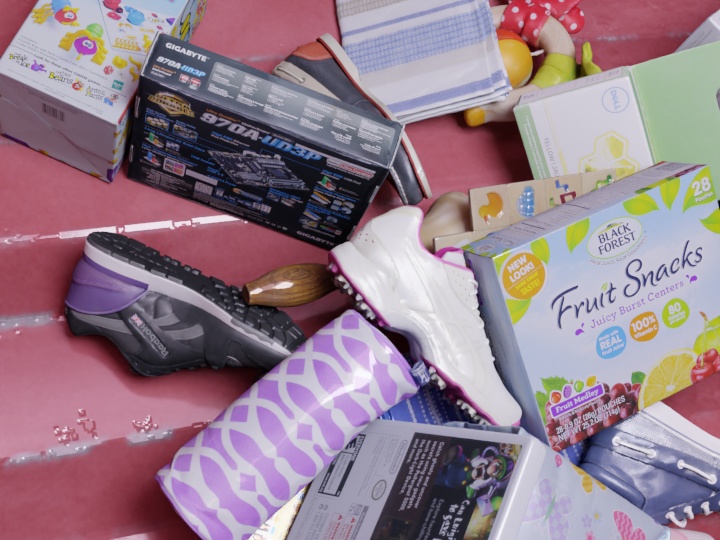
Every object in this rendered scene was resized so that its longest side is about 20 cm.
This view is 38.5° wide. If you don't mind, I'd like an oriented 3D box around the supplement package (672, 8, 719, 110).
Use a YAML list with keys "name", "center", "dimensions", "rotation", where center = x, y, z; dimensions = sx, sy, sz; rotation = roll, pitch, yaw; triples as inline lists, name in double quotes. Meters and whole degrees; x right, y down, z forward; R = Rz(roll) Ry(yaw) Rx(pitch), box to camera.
- name: "supplement package"
  center: [0.389, -0.214, 1.014]
  dimensions: [0.200, 0.156, 0.111]
  rotation: [-40, 84, -26]

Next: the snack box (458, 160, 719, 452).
- name: "snack box"
  center: [0.198, 0.025, 0.820]
  dimensions: [0.200, 0.068, 0.169]
  rotation: [-22, 105, -16]

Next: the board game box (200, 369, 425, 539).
- name: "board game box"
  center: [-0.037, 0.162, 0.803]
  dimensions: [0.135, 0.035, 0.200]
  rotation: [21, 64, -7]

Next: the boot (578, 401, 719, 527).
- name: "boot"
  center: [0.278, 0.185, 0.869]
  dimensions: [0.200, 0.073, 0.090]
  rotation: [30, 72, -1]

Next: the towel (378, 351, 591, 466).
- name: "towel"
  center: [0.106, 0.119, 0.844]
  dimensions: [0.200, 0.024, 0.145]
  rotation: [-17, 83, -31]

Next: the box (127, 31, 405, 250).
- name: "box"
  center: [-0.083, -0.095, 0.828]
  dimensions: [0.200, 0.159, 0.046]
  rotation: [19, 63, -7]

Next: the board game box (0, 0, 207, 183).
- name: "board game box"
  center: [-0.210, -0.195, 0.865]
  dimensions: [0.105, 0.103, 0.200]
  rotation: [25, 64, -5]

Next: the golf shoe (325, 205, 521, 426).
- name: "golf shoe"
  center: [0.066, 0.038, 0.777]
  dimensions: [0.092, 0.075, 0.200]
  rotation: [-45, 104, -9]

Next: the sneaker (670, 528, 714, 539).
- name: "sneaker"
  center: [0.260, 0.297, 0.808]
  dimensions: [0.105, 0.075, 0.200]
  rotation: [1, 64, -10]

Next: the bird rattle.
- name: "bird rattle"
  center: [0.154, -0.212, 0.982]
  dimensions: [0.163, 0.113, 0.200]
  rotation: [-14, 69, -3]

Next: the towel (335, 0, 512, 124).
- name: "towel"
  center: [0.052, -0.230, 0.971]
  dimensions: [0.147, 0.024, 0.200]
  rotation: [-14, 68, 10]

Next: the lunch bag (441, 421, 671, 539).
- name: "lunch bag"
  center: [0.110, 0.235, 0.742]
  dimensions: [0.170, 0.127, 0.200]
  rotation: [36, 72, -22]

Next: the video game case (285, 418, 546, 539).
- name: "video game case"
  center: [0.017, 0.196, 0.696]
  dimensions: [0.023, 0.182, 0.200]
  rotation: [44, 60, -35]

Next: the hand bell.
- name: "hand bell"
  center: [0.000, 0.000, 0.826]
  dimensions: [0.200, 0.104, 0.104]
  rotation: [-10, 71, -29]

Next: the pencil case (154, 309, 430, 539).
- name: "pencil case"
  center: [-0.049, 0.114, 0.733]
  dimensions: [0.200, 0.086, 0.084]
  rotation: [-38, 47, -10]

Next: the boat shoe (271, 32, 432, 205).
- name: "boat shoe"
  center: [-0.007, -0.126, 0.899]
  dimensions: [0.063, 0.071, 0.200]
  rotation: [-31, 63, -7]

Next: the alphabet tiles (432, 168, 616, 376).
- name: "alphabet tiles"
  center: [0.155, 0.008, 0.843]
  dimensions: [0.200, 0.006, 0.167]
  rotation: [-9, 100, -18]

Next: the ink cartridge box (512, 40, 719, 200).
- name: "ink cartridge box"
  center: [0.250, -0.107, 0.893]
  dimensions: [0.048, 0.200, 0.146]
  rotation: [-56, 130, -60]

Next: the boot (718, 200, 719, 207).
- name: "boot"
  center: [0.305, -0.012, 0.948]
  dimensions: [0.158, 0.079, 0.211]
  rotation: [11, 66, -11]

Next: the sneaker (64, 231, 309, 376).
- name: "sneaker"
  center: [-0.134, 0.049, 0.803]
  dimensions: [0.200, 0.076, 0.088]
  rotation: [26, 102, 6]
